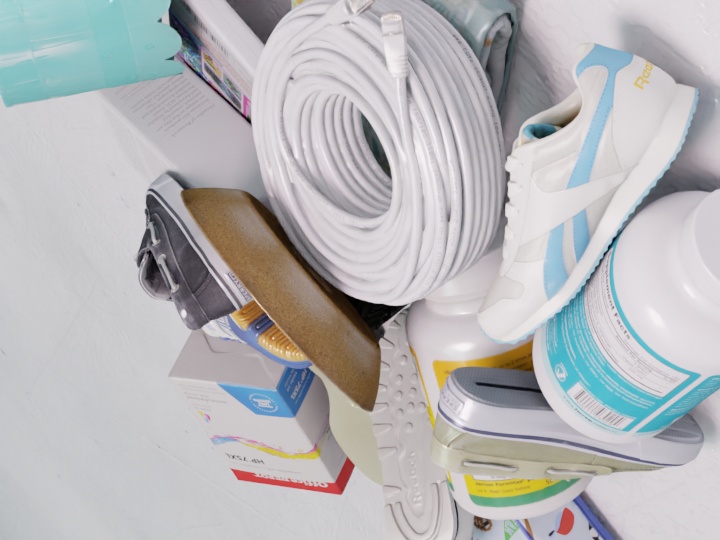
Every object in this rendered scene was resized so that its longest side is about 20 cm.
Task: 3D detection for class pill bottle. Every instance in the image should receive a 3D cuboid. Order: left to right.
[{"bbox_3d":[0.095,0.064,1.196,0.112,0.112,0.201,13,128,49],"label":"pill bottle"},{"bbox_3d":[0.187,0.024,1.025,0.111,0.111,0.200,48,151,6],"label":"pill bottle"}]

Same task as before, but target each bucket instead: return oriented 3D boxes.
[{"bbox_3d":[-0.214,-0.220,1.222,0.207,0.134,0.209,165,90,-81],"label":"bucket"}]

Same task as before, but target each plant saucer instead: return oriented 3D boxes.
[{"bbox_3d":[-0.045,0.010,1.170,0.200,0.035,0.200,49,-177,-4],"label":"plant saucer"}]

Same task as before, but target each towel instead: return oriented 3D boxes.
[{"bbox_3d":[0.021,-0.148,1.134,0.171,0.048,0.201,39,149,21],"label":"towel"}]

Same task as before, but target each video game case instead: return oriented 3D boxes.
[{"bbox_3d":[-0.074,-0.127,1.268,0.200,0.024,0.182,49,170,4],"label":"video game case"}]

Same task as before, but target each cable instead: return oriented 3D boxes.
[{"bbox_3d":[0.007,-0.079,1.082,0.199,0.069,0.202,0,111,54],"label":"cable"}]

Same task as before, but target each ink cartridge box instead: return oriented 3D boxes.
[{"bbox_3d":[-0.073,0.134,1.510,0.115,0.068,0.201,4,142,30],"label":"ink cartridge box"}]

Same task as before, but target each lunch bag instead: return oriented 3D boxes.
[{"bbox_3d":[0.132,0.240,1.397,0.161,0.075,0.200,50,151,-2],"label":"lunch bag"}]

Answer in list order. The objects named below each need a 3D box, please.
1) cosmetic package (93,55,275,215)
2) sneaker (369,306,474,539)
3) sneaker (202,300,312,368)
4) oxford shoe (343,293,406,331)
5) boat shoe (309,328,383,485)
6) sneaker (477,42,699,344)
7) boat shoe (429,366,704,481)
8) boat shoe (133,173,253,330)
[{"bbox_3d":[-0.120,-0.083,1.344,0.200,0.071,0.102,44,164,33],"label":"cosmetic package"},{"bbox_3d":[0.057,0.124,1.316,0.076,0.080,0.202,-4,80,31],"label":"sneaker"},{"bbox_3d":[-0.093,0.025,1.380,0.200,0.075,0.089,41,148,34],"label":"sneaker"},{"bbox_3d":[0.000,0.000,1.284,0.085,0.072,0.200,55,165,3],"label":"oxford shoe"},{"bbox_3d":[0.002,0.093,1.432,0.073,0.063,0.202,-8,119,35],"label":"boat shoe"},{"bbox_3d":[0.118,-0.044,1.013,0.080,0.077,0.201,30,118,-2],"label":"sneaker"},{"bbox_3d":[0.135,0.108,1.135,0.072,0.198,0.062,-114,40,-55],"label":"boat shoe"},{"bbox_3d":[-0.135,-0.010,1.254,0.072,0.068,0.200,57,174,-32],"label":"boat shoe"}]
